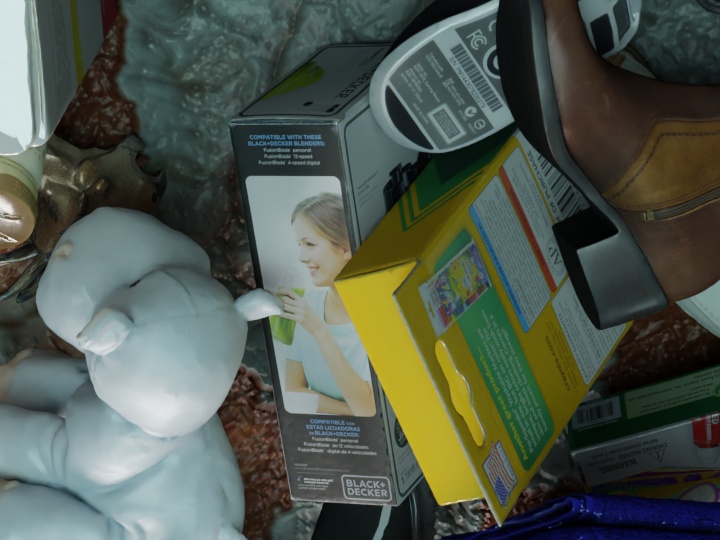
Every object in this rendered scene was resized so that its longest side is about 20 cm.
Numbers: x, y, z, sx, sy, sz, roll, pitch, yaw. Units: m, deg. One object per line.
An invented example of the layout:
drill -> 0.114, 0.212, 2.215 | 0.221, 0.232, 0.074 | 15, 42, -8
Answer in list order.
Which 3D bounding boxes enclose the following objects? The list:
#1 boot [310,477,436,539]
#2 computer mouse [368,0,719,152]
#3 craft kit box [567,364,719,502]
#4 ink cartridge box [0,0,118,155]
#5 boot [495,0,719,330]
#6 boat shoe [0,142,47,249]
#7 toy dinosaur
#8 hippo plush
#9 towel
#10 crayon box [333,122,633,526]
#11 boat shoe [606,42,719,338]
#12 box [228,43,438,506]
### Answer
boot -> -0.061, 0.172, 1.488 | 0.199, 0.066, 0.166 | -7, 106, -33
computer mouse -> 0.089, -0.128, 1.381 | 0.200, 0.044, 0.110 | -29, 128, 9
craft kit box -> 0.226, 0.130, 1.506 | 0.199, 0.049, 0.198 | -17, 123, 11
ink cartridge box -> -0.200, -0.124, 1.373 | 0.145, 0.200, 0.084 | -1, 111, 5
boot -> 0.174, -0.085, 1.365 | 0.199, 0.068, 0.189 | -24, 110, -6
boat shoe -> -0.241, -0.046, 1.400 | 0.199, 0.063, 0.073 | 2, 147, 14
toy dinosaur -> -0.210, -0.033, 1.477 | 0.199, 0.086, 0.136 | -18, 116, 17
hippo plush -> -0.120, 0.065, 1.402 | 0.159, 0.200, 0.161 | -15, 136, -22
towel -> 0.105, 0.137, 1.399 | 0.147, 0.200, 0.050 | 0, 78, -31
crayon box -> 0.057, 0.021, 1.409 | 0.051, 0.200, 0.126 | -14, 111, 31
boat shoe -> 0.160, -0.025, 1.454 | 0.075, 0.068, 0.200 | -40, 105, 15
box -> 0.000, 0.000, 1.448 | 0.060, 0.117, 0.201 | 2, 114, 25
